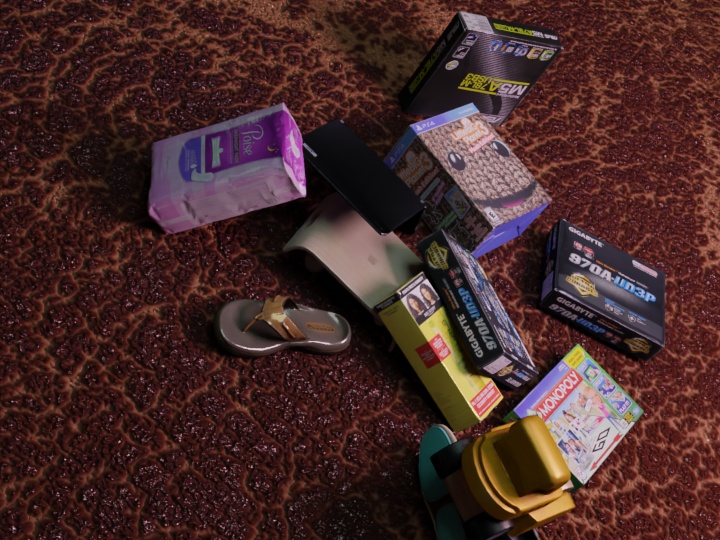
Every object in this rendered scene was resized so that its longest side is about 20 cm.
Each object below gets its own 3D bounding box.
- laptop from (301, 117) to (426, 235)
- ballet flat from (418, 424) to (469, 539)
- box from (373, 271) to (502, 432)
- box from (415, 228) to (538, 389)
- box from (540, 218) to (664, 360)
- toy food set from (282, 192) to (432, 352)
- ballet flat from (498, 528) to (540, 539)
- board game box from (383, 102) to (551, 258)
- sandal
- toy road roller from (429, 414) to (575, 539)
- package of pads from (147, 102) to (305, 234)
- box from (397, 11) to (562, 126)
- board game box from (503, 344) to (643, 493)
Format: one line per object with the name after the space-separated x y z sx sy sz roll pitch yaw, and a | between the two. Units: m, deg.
-0.006 -0.111 1.728 0.103 0.200 0.177 -42 83 -15 | laptop
0.116 0.287 1.532 0.069 0.070 0.201 13 51 -25 | ballet flat
0.102 0.107 1.639 0.075 0.050 0.201 -33 92 -50 | box
0.160 0.054 1.703 0.201 0.046 0.159 64 14 24 | box
0.373 0.029 1.914 0.199 0.046 0.160 27 44 -12 | box
0.000 0.000 1.698 0.200 0.060 0.144 44 42 -7 | toy food set
0.193 0.311 1.560 0.066 0.057 0.201 -13 63 -41 | ballet flat
0.159 -0.132 1.877 0.159 0.097 0.200 -26 72 -44 | board game box
-0.092 0.067 1.571 0.199 0.055 0.082 7 51 -30 | sandal
0.195 0.234 1.477 0.199 0.146 0.123 -7 64 -47 | toy road roller
-0.172 -0.127 1.592 0.076 0.199 0.121 60 19 -52 | package of pads
0.189 -0.314 1.981 0.199 0.193 0.048 4 50 -33 | box
0.297 0.201 1.733 0.135 0.029 0.200 47 43 7 | board game box
